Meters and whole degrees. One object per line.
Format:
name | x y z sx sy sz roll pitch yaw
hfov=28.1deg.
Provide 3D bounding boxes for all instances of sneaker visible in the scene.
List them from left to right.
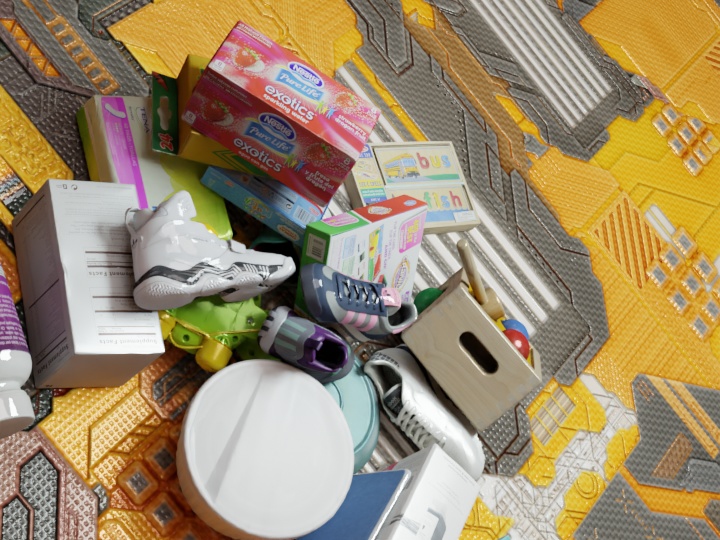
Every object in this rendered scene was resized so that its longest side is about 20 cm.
sneaker | -0.166 -0.027 1.577 0.198 0.075 0.116 -8 74 -35
sneaker | -0.102 -0.060 1.793 0.120 0.083 0.201 -26 84 -51
sneaker | -0.041 0.103 1.656 0.075 0.087 0.200 -65 151 -3
sneaker | -0.001 0.029 1.660 0.200 0.081 0.071 29 50 -62
sneaker | 0.075 0.185 1.781 0.201 0.076 0.080 54 28 16

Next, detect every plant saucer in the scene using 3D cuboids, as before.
plant saucer | -0.054 0.158 1.743 0.198 0.027 0.202 17 58 -29

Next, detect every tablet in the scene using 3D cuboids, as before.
tablet | -0.028 0.302 1.611 0.014 0.129 0.201 53 48 -23

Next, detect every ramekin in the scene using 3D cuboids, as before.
ramekin | -0.115 0.208 1.606 0.200 0.094 0.205 9 66 -22

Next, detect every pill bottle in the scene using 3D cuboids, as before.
pill bottle | -0.403 0.072 1.475 0.111 0.112 0.202 -10 72 -39

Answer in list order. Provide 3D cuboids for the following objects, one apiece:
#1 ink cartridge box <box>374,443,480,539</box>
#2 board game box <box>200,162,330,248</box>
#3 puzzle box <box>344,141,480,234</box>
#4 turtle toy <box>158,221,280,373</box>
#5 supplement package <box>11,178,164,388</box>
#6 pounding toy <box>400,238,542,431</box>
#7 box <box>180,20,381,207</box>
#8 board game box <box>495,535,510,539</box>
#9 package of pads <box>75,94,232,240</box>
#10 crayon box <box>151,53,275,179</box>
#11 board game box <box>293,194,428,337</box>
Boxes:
ink cartridge box | 0.036 0.315 1.641 0.085 0.145 0.201 43 49 -12
board game box | -0.094 -0.139 1.775 0.150 0.037 0.201 33 46 -9
puzzle box | 0.067 -0.114 1.979 0.198 0.025 0.134 -6 69 -38
turtle toy | -0.165 0.046 1.665 0.199 0.101 0.147 32 74 -13
supplement package | -0.301 0.017 1.579 0.109 0.114 0.202 1 67 -36
pounding toy | 0.142 0.068 1.802 0.200 0.142 0.184 50 10 -3
box | -0.090 -0.178 1.641 0.199 0.096 0.100 32 46 -6
board game box | 0.168 0.444 1.734 0.150 0.047 0.201 -22 80 -42
package of pads | -0.243 -0.112 1.722 0.153 0.068 0.202 -2 68 -37
crayon box | -0.148 -0.181 1.710 0.198 0.051 0.128 11 52 -24
board game box | 0.000 0.000 1.775 0.040 0.155 0.199 24 26 31
